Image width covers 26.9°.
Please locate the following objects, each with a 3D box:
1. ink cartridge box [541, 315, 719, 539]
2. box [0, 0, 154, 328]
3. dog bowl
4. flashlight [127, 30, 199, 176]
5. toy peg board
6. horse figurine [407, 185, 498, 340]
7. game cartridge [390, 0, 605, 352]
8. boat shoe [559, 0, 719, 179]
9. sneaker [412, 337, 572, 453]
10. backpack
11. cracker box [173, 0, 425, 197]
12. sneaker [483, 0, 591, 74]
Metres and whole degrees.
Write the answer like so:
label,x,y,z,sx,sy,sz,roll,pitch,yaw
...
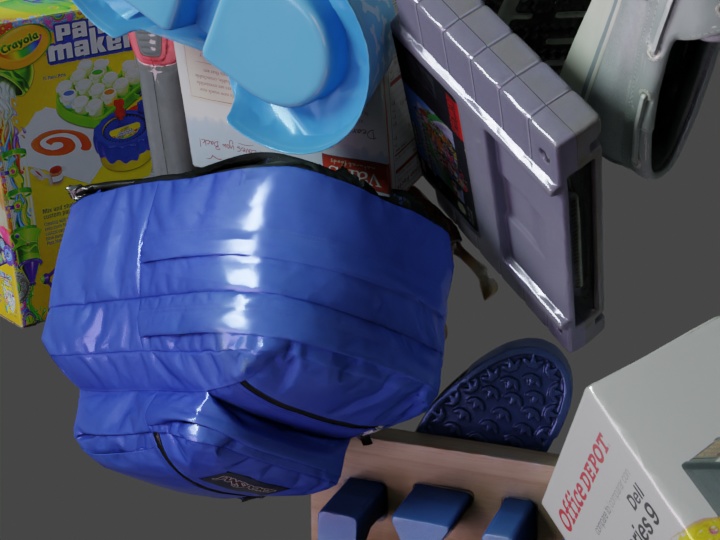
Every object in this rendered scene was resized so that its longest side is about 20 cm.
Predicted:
label,x,y,z,sx,sy,sz,roll,pitch,yaw
ink cartridge box,0.176,0.142,0.679,0.200,0.087,0.146,59,163,24
box,-0.173,-0.091,1.005,0.122,0.199,0.194,21,120,50
dog bowl,-0.067,-0.145,0.749,0.200,0.050,0.112,36,134,9
flashlight,-0.103,-0.101,0.906,0.068,0.067,0.201,-121,22,-60
toy peg board,0.054,0.203,0.815,0.199,0.098,0.200,6,109,19
horse figurine,0.000,0.000,0.906,0.133,0.050,0.200,48,140,5
game cartridge,0.070,-0.052,0.747,0.130,0.038,0.200,46,167,28
boat shoe,0.147,-0.125,0.663,0.071,0.070,0.201,40,139,24
sneaker,0.058,0.108,0.883,0.070,0.078,0.200,36,115,0
backpack,-0.049,0.033,0.794,0.199,0.162,0.169,-13,69,44
cracker box,-0.035,-0.142,0.804,0.133,0.058,0.201,14,127,26
sneaker,0.088,-0.178,0.730,0.080,0.073,0.201,-99,15,-45
